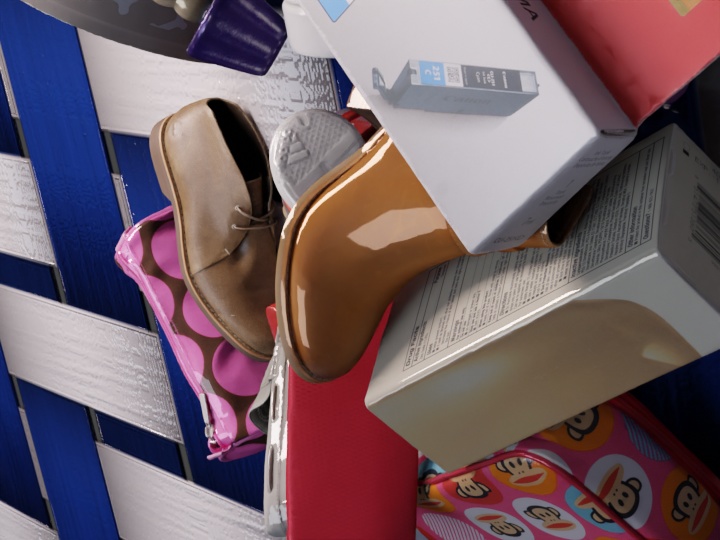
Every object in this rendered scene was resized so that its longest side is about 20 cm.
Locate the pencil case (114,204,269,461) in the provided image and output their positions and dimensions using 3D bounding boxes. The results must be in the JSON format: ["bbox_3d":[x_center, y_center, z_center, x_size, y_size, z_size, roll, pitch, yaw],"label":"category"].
[{"bbox_3d":[-0.118,0.046,1.287,0.200,0.094,0.091,61,146,11],"label":"pencil case"}]

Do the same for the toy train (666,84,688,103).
[{"bbox_3d":[0.099,-0.144,0.901,0.150,0.056,0.200,11,118,51],"label":"toy train"}]

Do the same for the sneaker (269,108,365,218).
[{"bbox_3d":[0.000,0.000,1.036,0.082,0.077,0.200,113,142,-81],"label":"sneaker"}]

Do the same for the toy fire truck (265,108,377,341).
[{"bbox_3d":[-0.013,-0.019,1.140,0.141,0.049,0.200,19,125,48],"label":"toy fire truck"}]

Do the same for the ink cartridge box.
[{"bbox_3d":[0.065,-0.139,0.797,0.176,0.045,0.200,-44,70,31],"label":"ink cartridge box"}]

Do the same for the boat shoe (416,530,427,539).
[{"bbox_3d":[0.048,0.112,1.129,0.070,0.071,0.200,-106,17,-44],"label":"boat shoe"}]

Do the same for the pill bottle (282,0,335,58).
[{"bbox_3d":[-0.008,-0.229,0.949,0.113,0.113,0.200,18,123,49],"label":"pill bottle"}]

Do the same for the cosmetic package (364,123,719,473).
[{"bbox_3d":[0.103,0.019,0.882,0.071,0.105,0.200,41,132,-22],"label":"cosmetic package"}]

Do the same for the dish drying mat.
[{"bbox_3d":[-0.004,0.062,0.974,0.018,0.077,0.200,56,-146,-80],"label":"dish drying mat"}]

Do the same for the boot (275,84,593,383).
[{"bbox_3d":[0.042,-0.024,0.881,0.155,0.074,0.200,15,88,42],"label":"boot"}]

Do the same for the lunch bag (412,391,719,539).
[{"bbox_3d":[0.120,0.142,0.988,0.176,0.082,0.200,42,151,-17],"label":"lunch bag"}]

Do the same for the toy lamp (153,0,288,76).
[{"bbox_3d":[-0.136,-0.177,0.991,0.200,0.058,0.058,27,144,-7],"label":"toy lamp"}]

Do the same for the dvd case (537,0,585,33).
[{"bbox_3d":[0.086,-0.204,0.826,0.146,0.022,0.200,48,119,31],"label":"dvd case"}]

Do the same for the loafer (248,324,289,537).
[{"bbox_3d":[-0.038,0.077,1.054,0.200,0.070,0.070,-96,-19,-45],"label":"loafer"}]

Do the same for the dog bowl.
[{"bbox_3d":[-0.154,-0.204,1.106,0.200,0.200,0.059,38,115,37],"label":"dog bowl"}]

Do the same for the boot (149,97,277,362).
[{"bbox_3d":[-0.090,-0.030,1.231,0.075,0.074,0.200,-24,87,47],"label":"boot"}]
